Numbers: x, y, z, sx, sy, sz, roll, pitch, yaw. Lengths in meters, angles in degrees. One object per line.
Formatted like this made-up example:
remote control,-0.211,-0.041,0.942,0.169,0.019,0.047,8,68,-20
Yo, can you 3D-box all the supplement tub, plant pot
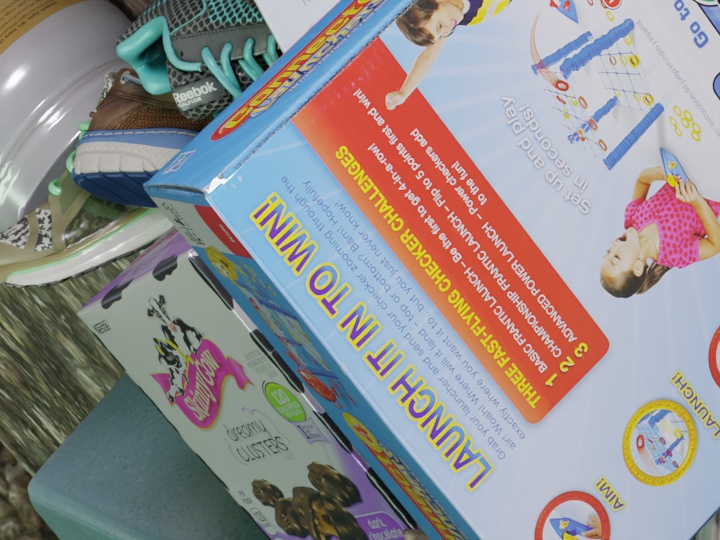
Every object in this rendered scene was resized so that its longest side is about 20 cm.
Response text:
supplement tub,-0.210,-0.117,1.459,0.200,0.144,0.144,43,165,14
plant pot,-0.039,0.151,1.633,0.200,0.196,0.196,23,154,40

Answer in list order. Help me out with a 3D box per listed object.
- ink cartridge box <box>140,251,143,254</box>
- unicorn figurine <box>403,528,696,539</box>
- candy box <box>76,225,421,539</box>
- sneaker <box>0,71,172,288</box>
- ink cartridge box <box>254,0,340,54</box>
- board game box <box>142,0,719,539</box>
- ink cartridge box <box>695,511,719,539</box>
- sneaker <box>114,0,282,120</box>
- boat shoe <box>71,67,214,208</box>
ink cartridge box,-0.063,-0.012,1.536,0.200,0.043,0.174,36,150,36
unicorn figurine,0.089,0.100,1.072,0.137,0.074,0.200,2,-174,5
candy box,-0.017,0.060,1.192,0.200,0.072,0.168,50,157,-7
sneaker,-0.121,-0.055,1.361,0.077,0.199,0.089,-55,-57,-79
ink cartridge box,0.006,-0.087,0.968,0.200,0.050,0.162,58,-168,-30
board game box,0.067,-0.017,0.858,0.200,0.196,0.056,52,164,-20
ink cartridge box,0.196,0.134,0.993,0.146,0.083,0.200,2,156,6
sneaker,-0.037,-0.094,1.149,0.078,0.091,0.200,53,164,-27
boat shoe,-0.050,-0.071,1.256,0.199,0.073,0.072,2,165,32
